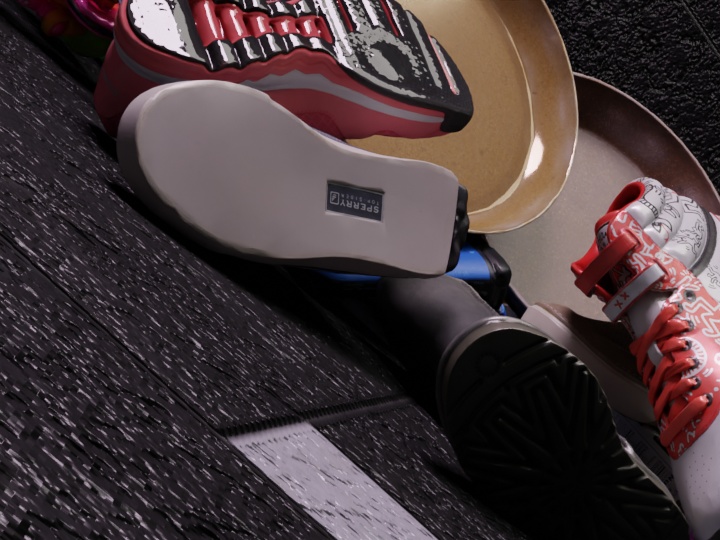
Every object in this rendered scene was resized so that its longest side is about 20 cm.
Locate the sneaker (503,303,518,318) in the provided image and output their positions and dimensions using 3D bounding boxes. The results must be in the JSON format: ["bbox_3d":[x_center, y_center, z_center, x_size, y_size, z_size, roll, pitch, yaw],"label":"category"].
[{"bbox_3d":[0.161,0.084,1.336,0.200,0.073,0.085,40,3,-14],"label":"sneaker"}]

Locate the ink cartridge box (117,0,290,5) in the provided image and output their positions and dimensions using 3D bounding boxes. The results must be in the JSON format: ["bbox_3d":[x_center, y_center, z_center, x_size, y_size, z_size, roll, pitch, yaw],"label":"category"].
[{"bbox_3d":[-0.043,-0.116,1.062,0.199,0.039,0.100,-11,89,-52],"label":"ink cartridge box"}]

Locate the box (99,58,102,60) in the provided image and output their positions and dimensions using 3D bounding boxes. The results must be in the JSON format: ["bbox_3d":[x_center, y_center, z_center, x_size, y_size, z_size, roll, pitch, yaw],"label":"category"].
[{"bbox_3d":[-0.113,-0.159,1.294,0.176,0.097,0.200,31,10,-48],"label":"box"}]

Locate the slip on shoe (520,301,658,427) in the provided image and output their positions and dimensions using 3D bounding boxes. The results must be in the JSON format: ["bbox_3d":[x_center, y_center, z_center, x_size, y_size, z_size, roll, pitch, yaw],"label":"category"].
[{"bbox_3d":[0.160,0.048,1.040,0.199,0.061,0.076,27,9,-37],"label":"slip on shoe"}]

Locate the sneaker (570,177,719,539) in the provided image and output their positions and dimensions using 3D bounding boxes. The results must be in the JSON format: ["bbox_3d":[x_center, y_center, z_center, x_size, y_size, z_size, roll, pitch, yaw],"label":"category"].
[{"bbox_3d":[0.146,0.039,0.944,0.107,0.067,0.202,30,41,-11],"label":"sneaker"}]

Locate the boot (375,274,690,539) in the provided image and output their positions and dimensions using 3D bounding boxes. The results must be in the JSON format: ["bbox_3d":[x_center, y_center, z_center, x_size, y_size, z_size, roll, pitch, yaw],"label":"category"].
[{"bbox_3d":[0.058,0.045,0.923,0.182,0.072,0.200,54,3,-36],"label":"boot"}]

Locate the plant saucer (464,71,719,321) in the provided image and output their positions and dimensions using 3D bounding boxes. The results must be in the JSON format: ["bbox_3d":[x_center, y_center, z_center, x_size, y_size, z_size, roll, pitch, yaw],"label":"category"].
[{"bbox_3d":[0.134,-0.023,1.155,0.199,0.034,0.202,18,54,-27],"label":"plant saucer"}]

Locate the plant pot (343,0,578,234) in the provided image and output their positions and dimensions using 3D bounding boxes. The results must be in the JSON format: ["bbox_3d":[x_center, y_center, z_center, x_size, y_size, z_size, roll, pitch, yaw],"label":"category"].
[{"bbox_3d":[0.038,-0.111,1.083,0.200,0.201,0.027,38,-38,-22],"label":"plant pot"}]

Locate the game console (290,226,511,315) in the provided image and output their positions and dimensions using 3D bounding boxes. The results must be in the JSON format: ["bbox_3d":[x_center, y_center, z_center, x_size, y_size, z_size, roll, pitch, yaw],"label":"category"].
[{"bbox_3d":[0.000,0.000,1.127,0.169,0.119,0.200,-1,30,-28],"label":"game console"}]

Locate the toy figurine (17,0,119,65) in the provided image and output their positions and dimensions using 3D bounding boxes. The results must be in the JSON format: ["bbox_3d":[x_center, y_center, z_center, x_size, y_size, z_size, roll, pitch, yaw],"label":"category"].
[{"bbox_3d":[-0.192,-0.197,1.060,0.183,0.150,0.201,20,41,-35],"label":"toy figurine"}]

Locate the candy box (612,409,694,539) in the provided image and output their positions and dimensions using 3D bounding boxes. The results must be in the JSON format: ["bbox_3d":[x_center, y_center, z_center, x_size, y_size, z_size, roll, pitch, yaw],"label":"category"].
[{"bbox_3d":[0.176,0.135,1.068,0.136,0.061,0.200,38,6,-18],"label":"candy box"}]

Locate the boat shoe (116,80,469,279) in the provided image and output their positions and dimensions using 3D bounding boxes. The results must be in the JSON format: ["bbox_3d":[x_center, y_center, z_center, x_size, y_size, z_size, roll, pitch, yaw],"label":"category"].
[{"bbox_3d":[-0.048,-0.033,0.909,0.199,0.075,0.092,18,-14,-42],"label":"boat shoe"}]

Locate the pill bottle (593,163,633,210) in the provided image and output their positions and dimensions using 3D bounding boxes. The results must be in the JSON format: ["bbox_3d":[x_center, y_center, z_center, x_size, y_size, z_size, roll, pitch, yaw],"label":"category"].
[{"bbox_3d":[0.155,-0.012,1.263,0.199,0.113,0.112,26,10,-22],"label":"pill bottle"}]

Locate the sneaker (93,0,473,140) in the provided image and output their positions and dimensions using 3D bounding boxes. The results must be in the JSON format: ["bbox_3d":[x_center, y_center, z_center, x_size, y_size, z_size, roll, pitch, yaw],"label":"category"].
[{"bbox_3d":[-0.040,-0.090,0.972,0.199,0.087,0.074,6,50,-31],"label":"sneaker"}]

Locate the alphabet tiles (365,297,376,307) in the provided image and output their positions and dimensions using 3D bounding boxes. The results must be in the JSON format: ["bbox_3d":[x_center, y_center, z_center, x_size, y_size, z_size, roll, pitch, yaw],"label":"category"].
[{"bbox_3d":[0.013,0.012,1.244,0.200,0.006,0.166,39,5,-19],"label":"alphabet tiles"}]
